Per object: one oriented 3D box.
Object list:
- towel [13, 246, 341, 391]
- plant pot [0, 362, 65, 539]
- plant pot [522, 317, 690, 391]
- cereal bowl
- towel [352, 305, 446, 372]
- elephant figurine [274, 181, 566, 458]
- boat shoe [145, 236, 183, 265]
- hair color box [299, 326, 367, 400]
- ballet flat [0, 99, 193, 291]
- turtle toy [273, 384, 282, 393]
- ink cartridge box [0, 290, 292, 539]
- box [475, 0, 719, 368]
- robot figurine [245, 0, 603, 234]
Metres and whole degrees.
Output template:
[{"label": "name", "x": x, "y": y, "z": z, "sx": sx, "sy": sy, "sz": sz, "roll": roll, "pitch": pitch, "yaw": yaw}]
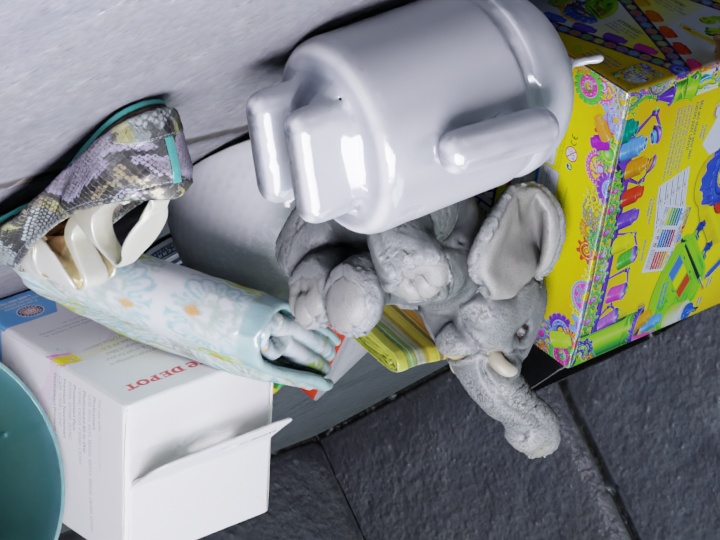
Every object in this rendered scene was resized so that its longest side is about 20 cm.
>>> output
[{"label": "towel", "x": -0.110, "y": 0.027, "z": 1.636, "sx": 0.171, "sy": 0.048, "sz": 0.200, "roll": 16, "pitch": 173, "yaw": 15}, {"label": "plant pot", "x": -0.318, "y": 0.149, "z": 1.745, "sx": 0.200, "sy": 0.201, "sz": 0.161, "roll": -22, "pitch": -176, "yaw": -29}, {"label": "plant pot", "x": 0.207, "y": 0.000, "z": 2.555, "sx": 0.199, "sy": 0.178, "sz": 0.200, "roll": -22, "pitch": 172, "yaw": -20}, {"label": "cereal bowl", "x": -0.023, "y": -0.024, "z": 1.698, "sx": 0.200, "sy": 0.083, "sz": 0.200, "roll": -10, "pitch": 163, "yaw": -3}, {"label": "towel", "x": 0.089, "y": 0.029, "z": 1.694, "sx": 0.200, "sy": 0.018, "sz": 0.086, "roll": -10, "pitch": -150, "yaw": -26}, {"label": "elephant figurine", "x": 0.058, "y": -0.001, "z": 1.590, "sx": 0.200, "sy": 0.142, "sz": 0.155, "roll": 18, "pitch": 118, "yaw": -36}, {"label": "boat shoe", "x": -0.092, "y": 0.018, "z": 1.948, "sx": 0.071, "sy": 0.091, "sz": 0.200, "roll": -28, "pitch": 173, "yaw": 20}, {"label": "hair color box", "x": 0.000, "y": 0.000, "z": 1.947, "sx": 0.101, "sy": 0.061, "sz": 0.200, "roll": -42, "pitch": 167, "yaw": -37}, {"label": "ballet flat", "x": -0.154, "y": -0.027, "z": 1.471, "sx": 0.072, "sy": 0.072, "sz": 0.200, "roll": -20, "pitch": 172, "yaw": -38}, {"label": "turtle toy", "x": -0.120, "y": 0.063, "z": 2.092, "sx": 0.200, "sy": 0.101, "sz": 0.146, "roll": -7, "pitch": -173, "yaw": 27}, {"label": "ink cartridge box", "x": -0.154, "y": 0.099, "z": 1.781, "sx": 0.128, "sy": 0.125, "sz": 0.200, "roll": -19, "pitch": -146, "yaw": -37}, {"label": "box", "x": 0.174, "y": -0.075, "z": 1.663, "sx": 0.192, "sy": 0.122, "sz": 0.200, "roll": -20, "pitch": 132, "yaw": -37}, {"label": "robot figurine", "x": 0.035, "y": -0.091, "z": 1.465, "sx": 0.200, "sy": 0.113, "sz": 0.170, "roll": -22, "pitch": -148, "yaw": -26}]
